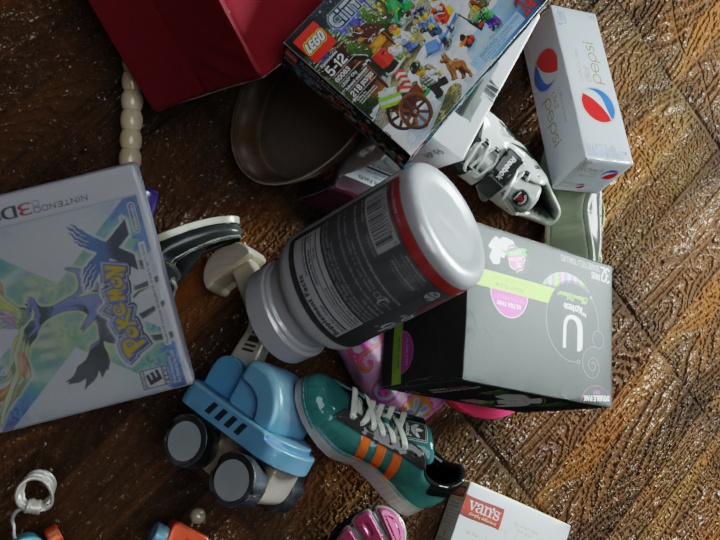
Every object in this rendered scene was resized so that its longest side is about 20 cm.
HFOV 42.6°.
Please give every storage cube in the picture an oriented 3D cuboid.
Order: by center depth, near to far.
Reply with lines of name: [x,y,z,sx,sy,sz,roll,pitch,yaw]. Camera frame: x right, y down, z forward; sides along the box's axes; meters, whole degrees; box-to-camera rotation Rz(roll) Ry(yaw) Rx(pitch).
storage cube: [-0.126,-0.274,0.820,0.200,0.170,0.181,-46,118,-37]

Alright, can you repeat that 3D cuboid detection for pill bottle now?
pill bottle: [0.000,0.000,0.814,0.116,0.199,0.117,38,36,-36]

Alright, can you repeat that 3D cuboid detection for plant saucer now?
plant saucer: [-0.044,-0.168,0.886,0.032,0.199,0.202,30,75,-44]

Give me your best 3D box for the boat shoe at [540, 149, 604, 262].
boat shoe: [0.244,-0.071,1.061,0.061,0.071,0.204,42,51,-61]

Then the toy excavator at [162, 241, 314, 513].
toy excavator: [-0.102,0.098,0.869,0.201,0.193,0.100,-59,151,-3]

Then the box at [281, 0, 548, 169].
box: [0.049,-0.203,0.763,0.136,0.038,0.200,40,75,1]

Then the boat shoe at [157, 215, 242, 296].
boat shoe: [-0.197,0.006,0.862,0.198,0.072,0.068,-25,88,-13]

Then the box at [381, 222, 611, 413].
box: [0.137,0.054,0.909,0.198,0.124,0.151,14,72,-34]

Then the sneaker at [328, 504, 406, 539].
sneaker: [-0.025,0.310,0.918,0.074,0.087,0.200,41,93,11]

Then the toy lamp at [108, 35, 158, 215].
toy lamp: [-0.216,-0.128,0.875,0.057,0.058,0.203,5,84,-22]

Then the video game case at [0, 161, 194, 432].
video game case: [-0.257,0.025,0.808,0.180,0.022,0.203,-14,99,-2]

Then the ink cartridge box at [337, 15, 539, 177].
ink cartridge box: [0.069,-0.157,0.843,0.067,0.116,0.201,34,75,-17]

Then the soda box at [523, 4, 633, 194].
soda box: [0.237,-0.190,1.026,0.063,0.068,0.203,4,64,-22]

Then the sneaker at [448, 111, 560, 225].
sneaker: [0.149,-0.106,0.967,0.199,0.089,0.074,24,113,-42]

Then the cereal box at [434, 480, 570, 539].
cereal box: [0.134,0.345,0.999,0.143,0.039,0.202,26,77,-19]

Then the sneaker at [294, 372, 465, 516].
sneaker: [0.023,0.154,0.874,0.200,0.079,0.072,45,30,-29]

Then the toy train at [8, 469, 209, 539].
toy train: [-0.238,0.263,0.844,0.199,0.055,0.152,29,75,-22]

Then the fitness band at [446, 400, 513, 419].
fitness band: [0.151,0.066,1.028,0.143,0.037,0.201,35,74,-14]

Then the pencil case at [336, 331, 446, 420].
pencil case: [0.008,0.072,0.942,0.087,0.087,0.202,-32,100,-21]

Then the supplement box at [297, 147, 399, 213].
supplement box: [0.015,-0.157,0.942,0.085,0.110,0.203,18,80,-21]
